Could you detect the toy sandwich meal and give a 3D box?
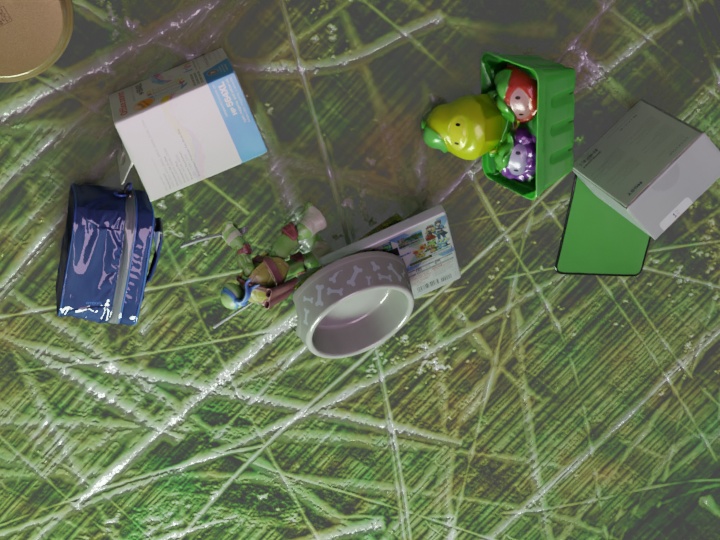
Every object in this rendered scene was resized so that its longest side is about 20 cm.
[{"bbox_3d":[-0.465,-0.345,1.588,0.204,0.070,0.206,-7,121,-11],"label":"toy sandwich meal"}]

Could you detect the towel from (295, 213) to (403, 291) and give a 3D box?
[{"bbox_3d":[0.000,0.000,1.903,0.200,0.018,0.086,-35,118,4],"label":"towel"}]

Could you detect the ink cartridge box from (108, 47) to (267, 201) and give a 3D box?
[{"bbox_3d":[-0.250,-0.197,1.678,0.199,0.129,0.126,-23,118,-4],"label":"ink cartridge box"}]

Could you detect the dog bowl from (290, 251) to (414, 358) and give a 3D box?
[{"bbox_3d":[-0.009,0.057,1.832,0.199,0.059,0.200,-20,148,-13],"label":"dog bowl"}]

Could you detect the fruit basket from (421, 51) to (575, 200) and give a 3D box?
[{"bbox_3d":[0.202,-0.212,1.793,0.215,0.155,0.216,-14,118,-28],"label":"fruit basket"}]

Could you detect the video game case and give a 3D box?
[{"bbox_3d":[0.049,-0.004,1.869,0.199,0.022,0.183,-24,145,-2],"label":"video game case"}]

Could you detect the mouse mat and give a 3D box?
[{"bbox_3d":[0.404,-0.083,1.977,0.160,0.008,0.201,2,113,-16],"label":"mouse mat"}]

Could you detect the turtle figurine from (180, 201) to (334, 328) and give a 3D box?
[{"bbox_3d":[-0.149,-0.021,1.822,0.194,0.200,0.144,-31,98,-21],"label":"turtle figurine"}]

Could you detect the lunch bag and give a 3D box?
[{"bbox_3d":[-0.351,-0.030,1.727,0.132,0.136,0.201,7,112,-19],"label":"lunch bag"}]

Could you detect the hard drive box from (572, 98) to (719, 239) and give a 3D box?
[{"bbox_3d":[0.430,-0.156,1.834,0.156,0.200,0.077,-45,115,6],"label":"hard drive box"}]
